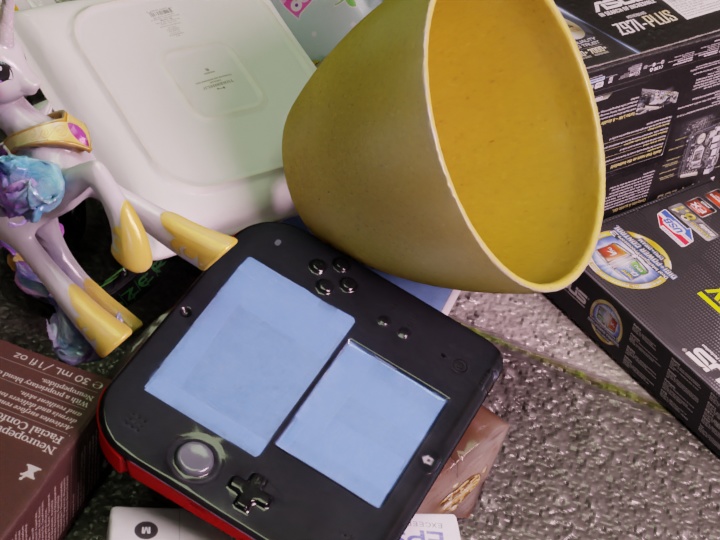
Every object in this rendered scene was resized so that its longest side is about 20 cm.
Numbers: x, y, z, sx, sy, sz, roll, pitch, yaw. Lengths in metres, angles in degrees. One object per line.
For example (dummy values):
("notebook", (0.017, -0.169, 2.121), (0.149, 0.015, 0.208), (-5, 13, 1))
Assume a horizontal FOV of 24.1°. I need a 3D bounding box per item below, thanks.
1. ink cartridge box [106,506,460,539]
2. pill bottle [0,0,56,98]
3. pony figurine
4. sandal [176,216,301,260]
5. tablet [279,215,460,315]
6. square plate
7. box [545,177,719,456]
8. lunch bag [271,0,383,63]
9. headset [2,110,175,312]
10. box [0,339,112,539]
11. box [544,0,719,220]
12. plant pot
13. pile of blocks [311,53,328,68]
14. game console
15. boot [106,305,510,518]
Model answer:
("ink cartridge box", (-0.036, 0.207, 0.858), (0.197, 0.041, 0.201), (2, 41, -9))
("pill bottle", (-0.291, -0.150, 1.158), (0.104, 0.105, 0.200), (28, 25, 21))
("pony figurine", (-0.191, -0.042, 0.955), (0.200, 0.193, 0.167), (49, 41, -3))
("sandal", (-0.055, -0.048, 1.141), (0.199, 0.054, 0.081), (-19, 71, -24))
("tablet", (0.000, 0.000, 1.082), (0.129, 0.014, 0.201), (23, 62, 12))
("square plate", (-0.099, -0.113, 1.074), (0.199, 0.029, 0.199), (-19, 66, -38))
("box", (0.243, 0.030, 1.119), (0.159, 0.045, 0.200), (-19, 48, -31))
("lunch bag", (-0.033, -0.183, 1.216), (0.198, 0.162, 0.077), (20, 13, 7))
("headset", (-0.191, -0.065, 1.076), (0.123, 0.094, 0.201), (-36, 58, 7))
("box", (-0.217, 0.127, 0.892), (0.099, 0.075, 0.201), (19, 42, 11))
("box", (0.173, -0.112, 1.180), (0.199, 0.165, 0.086), (-19, 48, -29))
("plant pot", (0.037, -0.075, 1.009), (0.141, 0.201, 0.200), (-12, 27, 35))
("pile of blocks", (-0.108, -0.129, 1.159), (0.198, 0.083, 0.062), (-8, 13, 7))
("game console", (-0.032, 0.069, 0.939), (0.176, 0.031, 0.200), (27, 49, 11))
("boot", (-0.033, 0.093, 0.983), (0.186, 0.064, 0.200), (-39, 70, -22))
